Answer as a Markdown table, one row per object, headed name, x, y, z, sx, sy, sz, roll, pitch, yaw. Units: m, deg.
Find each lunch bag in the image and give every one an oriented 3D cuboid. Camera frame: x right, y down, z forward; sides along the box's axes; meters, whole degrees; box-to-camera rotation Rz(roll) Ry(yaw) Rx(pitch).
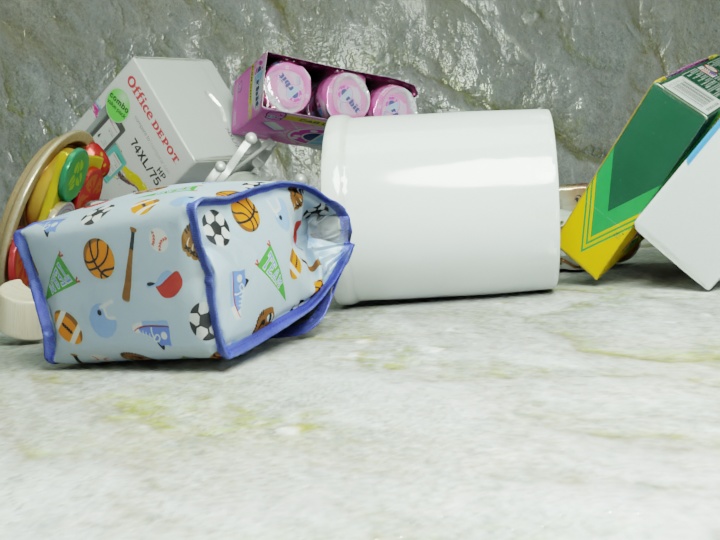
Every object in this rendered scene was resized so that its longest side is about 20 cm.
| name | x | y | z | sx | sy | sz | roll | pitch | yaw |
| --- | --- | --- | --- | --- | --- | --- | --- | --- | --- |
| lunch bag | -0.116 | -0.005 | 0.692 | 0.167 | 0.126 | 0.200 | -3 | 13 | 26 |

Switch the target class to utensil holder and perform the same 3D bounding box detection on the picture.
| name | x | y | z | sx | sy | sz | roll | pitch | yaw |
| --- | --- | --- | --- | --- | --- | --- | --- | --- | --- |
| utensil holder | 0.073 | -0.060 | 0.843 | 0.196 | 0.174 | 0.170 | -3 | 5 | 7 |

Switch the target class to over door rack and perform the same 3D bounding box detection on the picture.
| name | x | y | z | sx | sy | sz | roll | pitch | yaw |
| --- | --- | --- | --- | --- | --- | --- | --- | --- | --- |
| over door rack | -0.073 | -0.082 | 1.012 | 0.067 | 0.147 | 0.200 | -49 | 2 | 20 |

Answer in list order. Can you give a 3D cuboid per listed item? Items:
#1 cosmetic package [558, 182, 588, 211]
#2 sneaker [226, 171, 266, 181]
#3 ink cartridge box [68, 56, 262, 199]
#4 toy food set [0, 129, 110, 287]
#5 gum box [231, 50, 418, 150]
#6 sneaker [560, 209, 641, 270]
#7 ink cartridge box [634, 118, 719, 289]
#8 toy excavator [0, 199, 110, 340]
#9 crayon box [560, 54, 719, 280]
| name | x | y | z | sx | sy | sz | roll | pitch | yaw |
| --- | --- | --- | --- | --- | --- | --- | --- | --- | --- |
| cosmetic package | 0.169 | -0.051 | 1.095 | 0.196 | 0.089 | 0.103 | -4 | 6 | 13 |
| sneaker | -0.195 | -0.048 | 1.111 | 0.145 | 0.082 | 0.200 | -23 | 5 | 27 |
| ink cartridge box | -0.247 | -0.137 | 1.135 | 0.199 | 0.148 | 0.145 | -38 | -11 | 29 |
| toy food set | -0.312 | -0.045 | 0.964 | 0.048 | 0.203 | 0.198 | 21 | 6 | 2 |
| gum box | -0.039 | -0.187 | 1.090 | 0.197 | 0.068 | 0.113 | 7 | -9 | -26 |
| sneaker | 0.195 | -0.037 | 0.991 | 0.196 | 0.074 | 0.085 | -2 | 3 | 15 |
| ink cartridge box | 0.331 | -0.076 | 0.812 | 0.085 | 0.145 | 0.199 | 42 | 24 | 16 |
| toy excavator | -0.241 | 0.005 | 0.898 | 0.191 | 0.102 | 0.200 | 1 | 18 | -19 |
| crayon box | 0.277 | -0.100 | 0.869 | 0.058 | 0.174 | 0.199 | 38 | 35 | 18 |
